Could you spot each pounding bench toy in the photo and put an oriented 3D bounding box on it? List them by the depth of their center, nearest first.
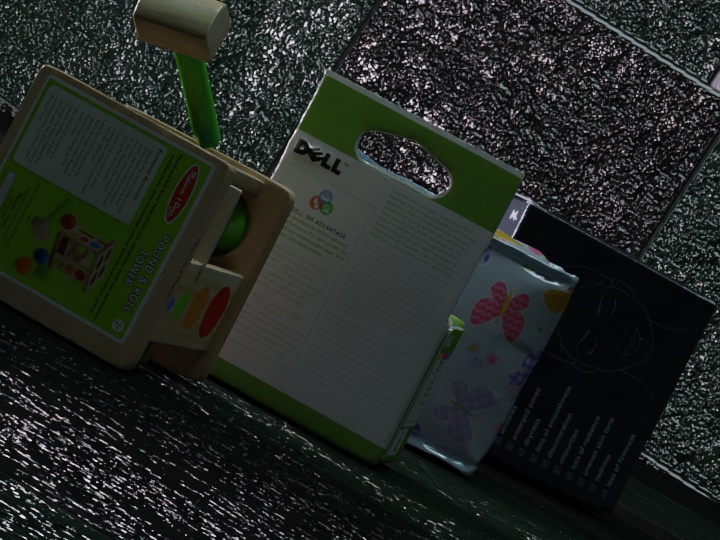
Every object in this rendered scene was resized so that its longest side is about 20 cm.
[{"bbox_3d":[-0.113,-0.055,1.433,0.124,0.201,0.156,28,2,15],"label":"pounding bench toy"}]

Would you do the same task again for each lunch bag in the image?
[{"bbox_3d":[0.030,0.025,1.825,0.199,0.170,0.127,27,3,-6],"label":"lunch bag"}]

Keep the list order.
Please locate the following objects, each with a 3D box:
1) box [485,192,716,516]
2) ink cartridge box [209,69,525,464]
[{"bbox_3d":[0.147,0.062,2.058,0.196,0.201,0.124,28,0,-25],"label":"box"},{"bbox_3d":[0.000,0.000,1.571,0.147,0.201,0.076,28,2,10],"label":"ink cartridge box"}]
